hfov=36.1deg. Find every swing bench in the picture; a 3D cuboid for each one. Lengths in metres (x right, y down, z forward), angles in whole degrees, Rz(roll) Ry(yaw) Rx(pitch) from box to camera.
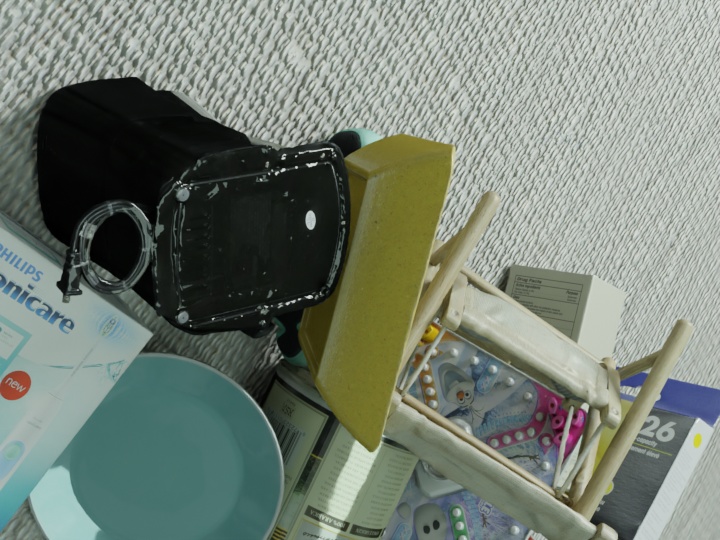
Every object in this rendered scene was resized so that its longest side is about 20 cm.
[{"bbox_3d":[0.116,0.087,0.851,0.197,0.130,0.202,33,64,-6],"label":"swing bench"}]

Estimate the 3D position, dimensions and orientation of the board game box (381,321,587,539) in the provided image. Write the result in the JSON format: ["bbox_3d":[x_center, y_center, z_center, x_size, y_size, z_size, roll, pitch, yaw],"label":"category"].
[{"bbox_3d":[0.073,0.166,0.983,0.202,0.198,0.026,-60,153,-2],"label":"board game box"}]

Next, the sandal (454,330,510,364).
[{"bbox_3d":[0.081,0.121,1.074,0.212,0.077,0.070,-46,152,-7],"label":"sandal"}]

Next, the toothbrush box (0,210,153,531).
[{"bbox_3d":[-0.259,0.070,0.727,0.201,0.085,0.146,-52,133,-6],"label":"toothbrush box"}]

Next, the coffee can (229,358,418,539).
[{"bbox_3d":[-0.047,0.197,0.930,0.145,0.146,0.203,25,92,-44],"label":"coffee can"}]

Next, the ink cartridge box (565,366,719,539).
[{"bbox_3d":[0.244,0.173,1.120,0.047,0.196,0.201,49,65,-35],"label":"ink cartridge box"}]

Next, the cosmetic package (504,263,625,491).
[{"bbox_3d":[0.182,0.104,1.087,0.073,0.103,0.203,22,81,-45],"label":"cosmetic package"}]

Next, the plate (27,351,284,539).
[{"bbox_3d":[-0.156,0.155,0.847,0.196,0.026,0.204,-1,107,-3],"label":"plate"}]

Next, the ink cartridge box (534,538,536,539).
[{"bbox_3d":[0.199,0.409,1.237,0.083,0.144,0.203,-29,126,-28],"label":"ink cartridge box"}]

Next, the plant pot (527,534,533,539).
[{"bbox_3d":[0.085,0.313,1.050,0.175,0.201,0.201,-33,147,-8],"label":"plant pot"}]

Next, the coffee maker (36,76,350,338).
[{"bbox_3d":[-0.133,-0.053,0.709,0.190,0.199,0.137,17,97,-44],"label":"coffee maker"}]

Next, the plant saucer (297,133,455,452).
[{"bbox_3d":[0.000,0.000,0.778,0.048,0.200,0.203,14,97,-10],"label":"plant saucer"}]

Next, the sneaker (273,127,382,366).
[{"bbox_3d":[0.012,-0.008,0.938,0.139,0.077,0.203,14,100,-42],"label":"sneaker"}]
